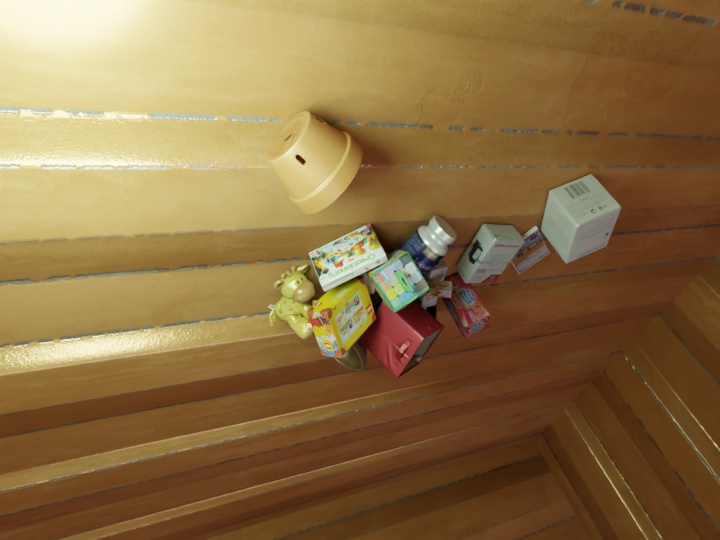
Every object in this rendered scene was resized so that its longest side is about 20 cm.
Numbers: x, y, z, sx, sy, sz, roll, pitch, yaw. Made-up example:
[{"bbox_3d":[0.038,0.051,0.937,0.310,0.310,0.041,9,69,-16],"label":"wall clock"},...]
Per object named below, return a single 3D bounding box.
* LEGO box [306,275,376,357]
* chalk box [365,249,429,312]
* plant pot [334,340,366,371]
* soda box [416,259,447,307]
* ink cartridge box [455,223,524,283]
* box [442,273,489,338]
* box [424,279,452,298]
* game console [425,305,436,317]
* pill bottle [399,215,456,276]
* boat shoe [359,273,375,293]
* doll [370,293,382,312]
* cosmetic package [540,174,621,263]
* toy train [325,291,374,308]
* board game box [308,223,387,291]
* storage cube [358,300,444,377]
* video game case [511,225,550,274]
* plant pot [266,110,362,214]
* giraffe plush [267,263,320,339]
[{"bbox_3d":[-0.050,0.129,1.549,0.200,0.076,0.152,-43,124,-44],"label":"LEGO box"},{"bbox_3d":[0.103,0.028,1.488,0.123,0.126,0.200,-33,-173,-2],"label":"chalk box"},{"bbox_3d":[-0.045,0.234,1.804,0.093,0.199,0.203,-47,153,-28],"label":"plant pot"},{"bbox_3d":[0.233,0.038,1.803,0.062,0.069,0.202,-12,141,-18],"label":"soda box"},{"bbox_3d":[0.436,-0.056,1.801,0.143,0.084,0.202,0,136,-30],"label":"ink cartridge box"},{"bbox_3d":[0.361,0.119,1.866,0.098,0.202,0.096,-22,146,-5],"label":"box"},{"bbox_3d":[0.200,0.055,1.737,0.196,0.042,0.039,5,142,19],"label":"box"},{"bbox_3d":[0.179,0.204,1.935,0.115,0.180,0.198,1,-176,42],"label":"game console"},{"bbox_3d":[0.192,-0.062,1.619,0.114,0.117,0.200,16,126,-42],"label":"pill bottle"},{"bbox_3d":[0.000,0.000,1.619,0.065,0.075,0.202,-18,133,-4],"label":"boat shoe"},{"bbox_3d":[0.102,0.132,1.851,0.136,0.049,0.198,-44,140,23],"label":"doll"},{"bbox_3d":[0.723,-0.170,1.770,0.164,0.168,0.202,-22,144,-6],"label":"cosmetic package"},{"bbox_3d":[-0.033,0.098,1.708,0.114,0.085,0.200,-41,140,-2],"label":"toy train"},{"bbox_3d":[-0.036,-0.038,1.499,0.197,0.128,0.035,-26,144,-1],"label":"board game box"},{"bbox_3d":[0.133,0.203,1.725,0.199,0.179,0.173,-12,138,-57],"label":"storage cube"},{"bbox_3d":[0.607,-0.070,1.944,0.142,0.018,0.199,-36,142,13],"label":"video game case"},{"bbox_3d":[-0.111,-0.248,1.167,0.199,0.202,0.140,-39,124,17],"label":"plant pot"},{"bbox_3d":[-0.180,0.073,1.551,0.195,0.174,0.165,12,128,6],"label":"giraffe plush"}]
